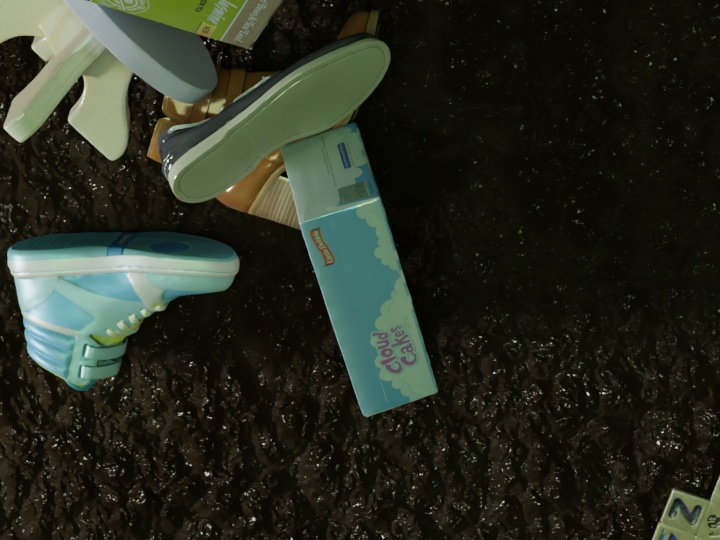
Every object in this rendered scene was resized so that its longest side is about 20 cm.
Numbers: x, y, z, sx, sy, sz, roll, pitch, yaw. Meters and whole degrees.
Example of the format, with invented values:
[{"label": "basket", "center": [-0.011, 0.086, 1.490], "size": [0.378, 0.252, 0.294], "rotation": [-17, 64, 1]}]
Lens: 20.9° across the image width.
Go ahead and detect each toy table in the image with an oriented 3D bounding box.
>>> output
[{"label": "toy table", "center": [-0.219, -0.183, 1.515], "size": [0.117, 0.184, 0.200], "rotation": [-35, 105, 22]}]

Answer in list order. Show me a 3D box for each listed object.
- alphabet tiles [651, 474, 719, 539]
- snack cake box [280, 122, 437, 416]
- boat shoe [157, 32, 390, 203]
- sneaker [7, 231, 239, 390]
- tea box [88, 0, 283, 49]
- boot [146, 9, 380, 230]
[{"label": "alphabet tiles", "center": [0.346, 0.263, 1.682], "size": [0.199, 0.006, 0.167], "rotation": [18, 106, 0]}, {"label": "snack cake box", "center": [0.000, 0.000, 1.548], "size": [0.067, 0.115, 0.201], "rotation": [-18, 126, 0]}, {"label": "boat shoe", "center": [-0.071, -0.132, 1.513], "size": [0.200, 0.063, 0.073], "rotation": [-34, 143, 3]}, {"label": "sneaker", "center": [-0.194, 0.037, 1.637], "size": [0.199, 0.080, 0.131], "rotation": [1, 104, 15]}, {"label": "tea box", "center": [-0.133, -0.296, 1.406], "size": [0.196, 0.134, 0.201], "rotation": [16, 68, -13]}, {"label": "boot", "center": [-0.078, -0.143, 1.579], "size": [0.154, 0.074, 0.201], "rotation": [25, 104, 3]}]
